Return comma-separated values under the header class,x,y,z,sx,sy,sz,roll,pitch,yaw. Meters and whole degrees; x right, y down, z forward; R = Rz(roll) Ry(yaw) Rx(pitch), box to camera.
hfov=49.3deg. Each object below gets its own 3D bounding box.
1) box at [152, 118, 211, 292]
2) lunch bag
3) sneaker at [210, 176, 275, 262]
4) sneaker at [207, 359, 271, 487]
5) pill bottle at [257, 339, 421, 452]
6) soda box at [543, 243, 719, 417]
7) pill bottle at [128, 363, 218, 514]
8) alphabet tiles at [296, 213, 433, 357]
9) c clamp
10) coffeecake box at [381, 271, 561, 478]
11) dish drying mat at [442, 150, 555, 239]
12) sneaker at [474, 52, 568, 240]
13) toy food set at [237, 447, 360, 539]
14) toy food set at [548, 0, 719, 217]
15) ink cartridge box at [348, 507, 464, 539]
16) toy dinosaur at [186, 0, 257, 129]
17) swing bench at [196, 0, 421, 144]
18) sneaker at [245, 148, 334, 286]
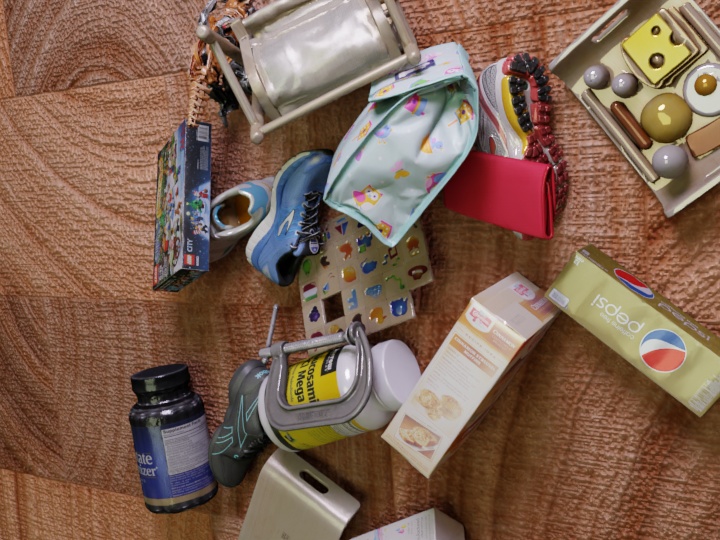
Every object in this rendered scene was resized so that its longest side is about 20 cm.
class,x,y,z,sx,sy,sz,roll,pitch,yaw
box,-0.241,-0.083,1.055,0.136,0.037,0.202,-25,63,57
lunch bag,0.053,-0.153,0.860,0.121,0.171,0.201,31,113,-11
sneaker,-0.193,-0.066,1.077,0.199,0.081,0.077,-32,85,32
sneaker,-0.160,0.229,1.111,0.079,0.075,0.202,29,113,35
pill bottle,-0.026,0.157,1.005,0.199,0.112,0.113,-23,88,31
soda box,0.297,0.058,0.826,0.200,0.068,0.064,40,116,18
pill bottle,-0.282,0.247,1.170,0.111,0.112,0.202,-6,96,30
alphabet tiles,0.000,0.000,0.984,0.199,0.008,0.169,-23,64,31
c clamp,-0.059,0.110,0.959,0.199,0.027,0.172,-9,61,39
coffeecake box,0.128,0.113,0.884,0.073,0.153,0.201,38,116,17
dish drying mat,0.144,-0.088,0.850,0.200,0.018,0.077,-150,49,-62
sneaker,0.173,-0.133,0.869,0.082,0.077,0.202,5,107,56
toy food set,-0.089,0.365,1.120,0.143,0.060,0.201,31,121,20
toy food set,0.301,-0.174,0.775,0.143,0.060,0.201,-41,79,29
ink cartridge box,0.039,0.397,1.007,0.199,0.067,0.118,-32,39,30
toy dinosaur,-0.175,-0.259,0.993,0.102,0.136,0.200,24,69,39
swing bench,-0.047,-0.256,0.871,0.198,0.200,0.130,-23,107,11
sneaker,-0.073,-0.064,1.004,0.089,0.078,0.201,45,124,29
